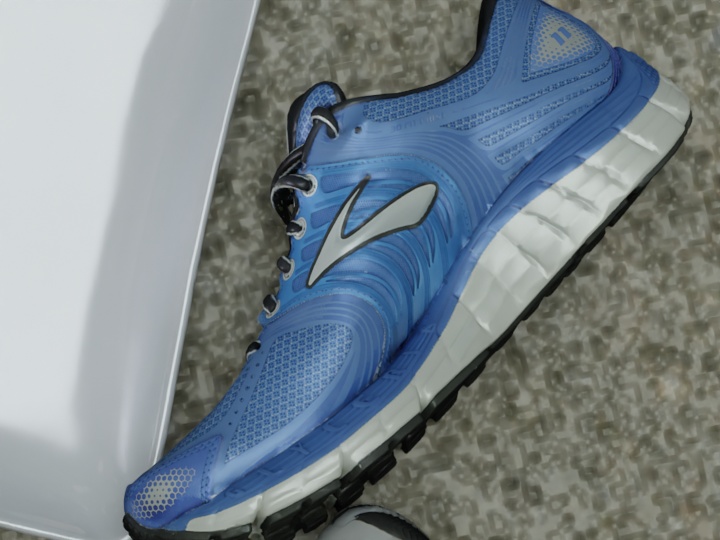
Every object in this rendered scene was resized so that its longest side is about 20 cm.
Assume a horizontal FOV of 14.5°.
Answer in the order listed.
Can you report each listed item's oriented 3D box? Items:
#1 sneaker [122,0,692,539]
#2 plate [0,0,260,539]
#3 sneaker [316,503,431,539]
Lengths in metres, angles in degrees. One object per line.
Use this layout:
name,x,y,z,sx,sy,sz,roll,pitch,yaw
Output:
sneaker,0.000,0.000,0.797,0.089,0.079,0.200,42,74,5
plate,-0.138,-0.038,0.803,0.199,0.032,0.201,12,84,-3
sneaker,0.031,0.171,0.785,0.115,0.076,0.200,-43,79,-3
